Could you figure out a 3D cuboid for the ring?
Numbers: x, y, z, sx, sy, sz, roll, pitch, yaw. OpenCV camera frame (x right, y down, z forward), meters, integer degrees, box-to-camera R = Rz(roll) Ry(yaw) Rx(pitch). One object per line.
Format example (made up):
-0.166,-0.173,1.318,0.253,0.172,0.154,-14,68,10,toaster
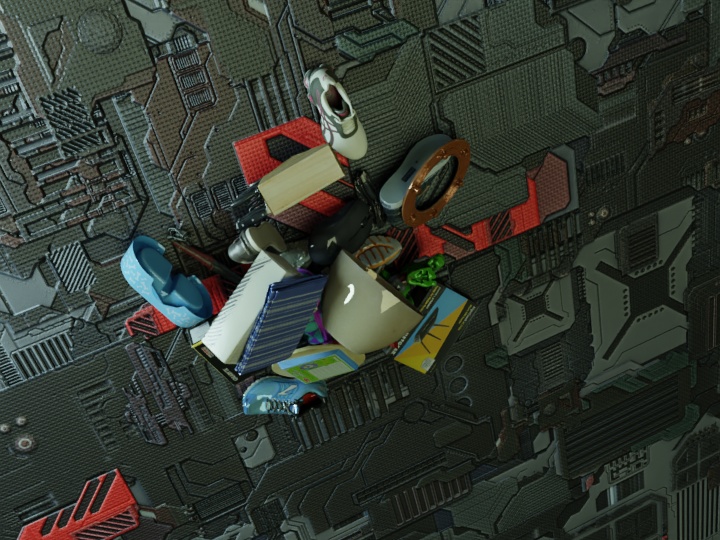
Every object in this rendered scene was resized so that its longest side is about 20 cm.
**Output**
0.156,-0.170,1.504,0.199,0.019,0.202,-38,153,-23,ring

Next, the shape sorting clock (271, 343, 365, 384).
-0.087,0.188,1.567,0.195,0.040,0.201,-10,156,-5,shape sorting clock

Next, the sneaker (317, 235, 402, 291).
0.000,0.000,1.565,0.197,0.079,0.078,-30,136,-1,sneaker

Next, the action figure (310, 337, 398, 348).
-0.009,0.152,1.622,0.195,0.099,0.067,-9,80,20,action figure

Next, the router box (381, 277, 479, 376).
0.154,0.123,1.695,0.147,0.051,0.202,26,104,-32,router box

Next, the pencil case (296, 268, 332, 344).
-0.102,0.077,1.499,0.085,0.093,0.201,-39,155,-9,pencil case

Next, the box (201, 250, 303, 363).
-0.193,0.068,1.353,0.202,0.068,0.082,-55,161,5,box

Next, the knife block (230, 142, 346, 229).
-0.143,-0.145,1.366,0.175,0.198,0.065,-43,111,-30,knife block

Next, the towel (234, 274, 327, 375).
-0.142,0.094,1.359,0.143,0.024,0.202,-13,137,-49,towel

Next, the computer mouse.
-0.020,-0.086,1.480,0.200,0.052,0.140,-44,130,-21,computer mouse

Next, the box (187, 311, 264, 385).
-0.229,0.139,1.501,0.157,0.050,0.201,-29,147,-1,box

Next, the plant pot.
0.003,0.076,1.418,0.199,0.200,0.135,35,95,-32,plant pot

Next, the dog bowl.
-0.361,0.026,1.401,0.049,0.112,0.200,-35,115,17,dog bowl

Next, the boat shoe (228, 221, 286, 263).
-0.193,-0.049,1.407,0.056,0.200,0.068,-30,88,11,boat shoe

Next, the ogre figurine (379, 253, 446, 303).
0.085,0.038,1.574,0.097,0.120,0.203,29,86,-17,ogre figurine

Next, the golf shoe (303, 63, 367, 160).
-0.039,-0.278,1.392,0.076,0.088,0.202,-35,125,-3,golf shoe

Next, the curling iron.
-0.286,-0.017,1.441,0.199,0.049,0.026,40,65,-25,curling iron

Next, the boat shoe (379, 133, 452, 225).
0.112,-0.184,1.519,0.200,0.071,0.091,-45,158,-14,boat shoe

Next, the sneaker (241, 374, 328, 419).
-0.159,0.276,1.626,0.195,0.090,0.080,-9,120,-18,sneaker

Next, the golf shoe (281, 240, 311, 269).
-0.159,0.024,1.520,0.199,0.079,0.097,-41,140,9,golf shoe
